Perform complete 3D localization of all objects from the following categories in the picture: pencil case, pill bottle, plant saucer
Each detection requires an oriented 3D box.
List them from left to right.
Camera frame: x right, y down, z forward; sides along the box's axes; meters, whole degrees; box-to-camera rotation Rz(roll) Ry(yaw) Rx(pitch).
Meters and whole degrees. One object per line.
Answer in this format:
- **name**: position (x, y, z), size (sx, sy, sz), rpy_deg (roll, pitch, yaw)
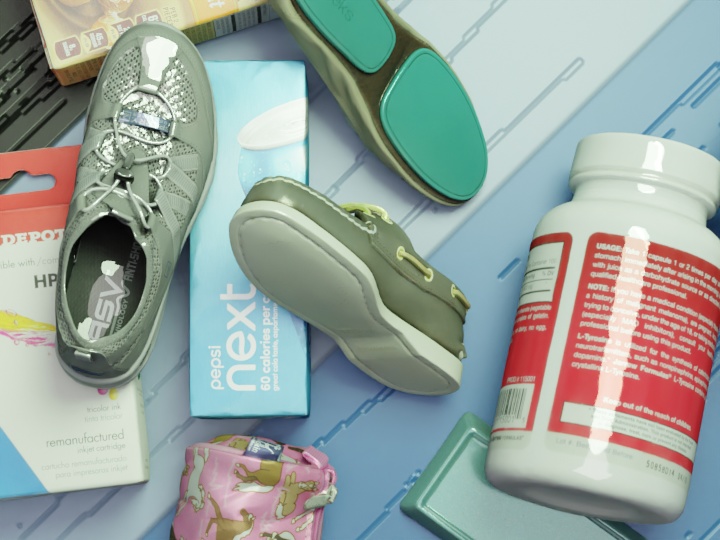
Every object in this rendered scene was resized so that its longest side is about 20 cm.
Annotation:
- **pencil case**: position (-0.066, 0.192, 1.202), size (0.083, 0.086, 0.201), rpy_deg (10, 84, -30)
- **plant saucer**: position (0.122, 0.166, 1.238), size (0.200, 0.019, 0.070), rpy_deg (36, 86, 1)
- **pill bottle**: position (0.141, 0.032, 1.198), size (0.112, 0.112, 0.201), rpy_deg (13, 78, 0)

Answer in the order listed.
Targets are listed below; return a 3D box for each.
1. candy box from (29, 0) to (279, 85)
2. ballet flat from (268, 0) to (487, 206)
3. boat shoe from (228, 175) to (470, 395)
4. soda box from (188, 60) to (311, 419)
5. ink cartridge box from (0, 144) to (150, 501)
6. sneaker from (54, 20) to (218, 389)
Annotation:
- **candy box**: position (-0.097, -0.193, 1.247), size (0.199, 0.055, 0.116), rpy_deg (-18, 85, -3)
- **ballet flat**: position (0.004, -0.116, 1.222), size (0.069, 0.069, 0.200), rpy_deg (-39, 124, -4)
- **boat shoe**: position (-0.003, 0.000, 1.176), size (0.072, 0.202, 0.060), rpy_deg (-3, 60, 34)
- **soda box**: position (-0.062, -0.016, 1.228), size (0.068, 0.064, 0.201), rpy_deg (0, 86, -1)
- **ink cartridge box**: position (-0.186, 0.027, 1.220), size (0.116, 0.067, 0.201), rpy_deg (-7, 85, -2)
- **sneaker**: position (-0.118, -0.037, 1.154), size (0.075, 0.082, 0.201), rpy_deg (8, 84, -2)
